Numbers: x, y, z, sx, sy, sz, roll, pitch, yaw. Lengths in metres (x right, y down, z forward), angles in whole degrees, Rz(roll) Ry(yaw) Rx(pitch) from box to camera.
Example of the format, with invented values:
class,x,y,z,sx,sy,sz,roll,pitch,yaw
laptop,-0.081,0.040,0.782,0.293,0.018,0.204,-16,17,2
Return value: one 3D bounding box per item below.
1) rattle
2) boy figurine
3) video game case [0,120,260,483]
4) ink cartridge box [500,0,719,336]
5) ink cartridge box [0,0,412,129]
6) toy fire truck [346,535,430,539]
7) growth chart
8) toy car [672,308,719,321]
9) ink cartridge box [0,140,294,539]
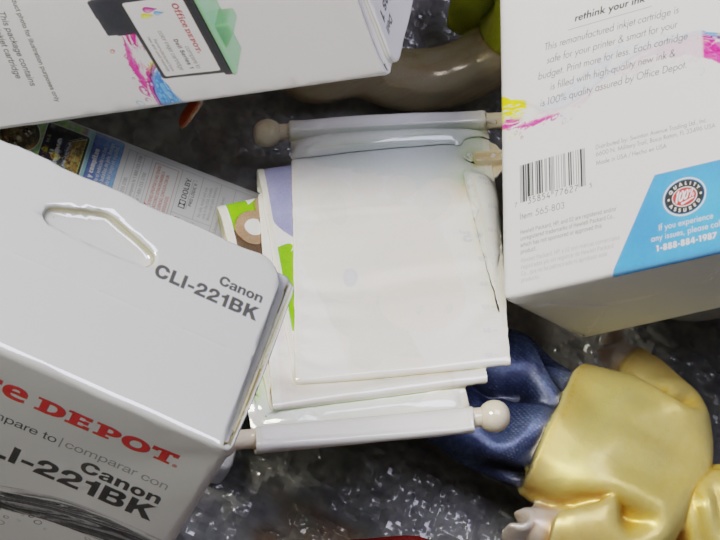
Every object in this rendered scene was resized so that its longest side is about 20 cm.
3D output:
class,x,y,z,sx,sy,sz,roll,pitch,yaw
rattle,-0.006,-0.146,1.348,0.199,0.130,0.144,-16,68,-8
boy figurine,0.106,0.080,1.268,0.199,0.064,0.125,28,52,-5
video game case,-0.134,-0.004,1.247,0.199,0.018,0.144,21,53,-10
ink cartridge box,0.123,-0.084,1.245,0.068,0.115,0.201,24,60,-50
ink cartridge box,-0.079,-0.144,1.245,0.199,0.084,0.145,-7,40,17
toy fire truck,-0.016,0.180,1.131,0.167,0.112,0.201,17,50,11
growth chart,0.000,0.000,1.249,0.144,0.018,0.201,1,48,3
toy car,0.175,-0.007,1.325,0.199,0.178,0.185,9,45,17
ink cartridge box,-0.129,0.054,1.095,0.144,0.200,0.084,24,52,-7
